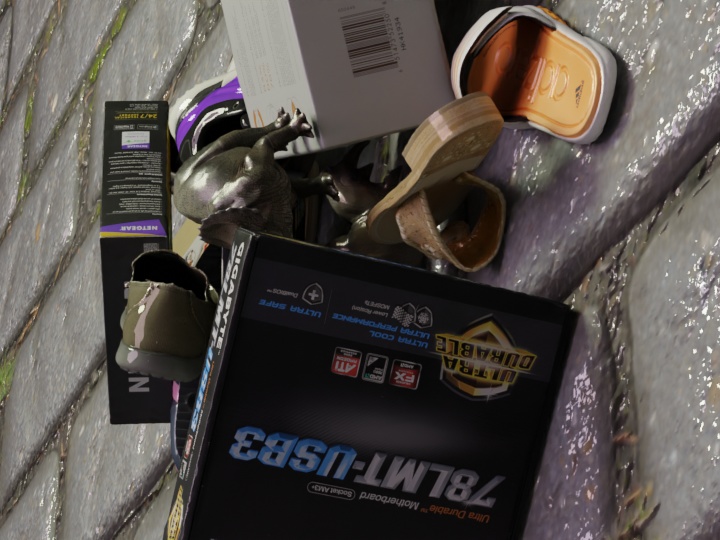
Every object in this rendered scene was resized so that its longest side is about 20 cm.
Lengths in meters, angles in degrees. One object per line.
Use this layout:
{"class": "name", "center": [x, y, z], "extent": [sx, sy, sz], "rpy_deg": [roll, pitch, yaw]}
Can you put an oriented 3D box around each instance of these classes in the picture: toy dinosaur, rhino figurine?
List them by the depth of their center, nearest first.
{"class": "toy dinosaur", "center": [-0.080, -0.058, 1.518], "extent": [0.200, 0.102, 0.077], "rpy_deg": [42, 157, 53]}
{"class": "rhino figurine", "center": [0.000, 0.000, 1.606], "extent": [0.060, 0.087, 0.200], "rpy_deg": [59, -150, -58]}

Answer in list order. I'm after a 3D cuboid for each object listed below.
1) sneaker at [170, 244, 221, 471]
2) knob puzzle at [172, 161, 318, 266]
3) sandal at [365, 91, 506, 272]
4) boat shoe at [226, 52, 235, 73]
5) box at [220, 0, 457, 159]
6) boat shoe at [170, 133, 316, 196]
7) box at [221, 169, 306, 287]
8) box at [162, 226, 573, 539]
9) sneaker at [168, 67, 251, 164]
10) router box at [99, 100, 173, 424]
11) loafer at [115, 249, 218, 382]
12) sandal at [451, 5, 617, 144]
{"class": "sneaker", "center": [-0.113, 0.070, 1.833], "extent": [0.082, 0.070, 0.200], "rpy_deg": [118, 164, -69]}
{"class": "knob puzzle", "center": [-0.081, -0.013, 1.895], "extent": [0.220, 0.030, 0.220], "rpy_deg": [-25, 59, 50]}
{"class": "sandal", "center": [0.057, -0.033, 1.472], "extent": [0.070, 0.078, 0.212], "rpy_deg": [61, 163, 15]}
{"class": "boat shoe", "center": [-0.062, -0.161, 1.856], "extent": [0.200, 0.075, 0.068], "rpy_deg": [-56, 9, 45]}
{"class": "box", "center": [-0.017, -0.146, 1.594], "extent": [0.200, 0.097, 0.125], "rpy_deg": [-177, 73, -75]}
{"class": "boat shoe", "center": [-0.109, -0.088, 1.862], "extent": [0.200, 0.073, 0.075], "rpy_deg": [-10, 63, 52]}
{"class": "box", "center": [-0.068, 0.018, 1.681], "extent": [0.200, 0.049, 0.162], "rpy_deg": [-73, -13, -81]}
{"class": "box", "center": [0.003, 0.093, 1.354], "extent": [0.050, 0.200, 0.199], "rpy_deg": [-163, 86, -73]}
{"class": "sneaker", "center": [-0.051, -0.130, 1.743], "extent": [0.200, 0.070, 0.100], "rpy_deg": [-38, 28, 13]}
{"class": "router box", "center": [-0.170, -0.006, 1.826], "extent": [0.157, 0.052, 0.200], "rpy_deg": [-95, 5, -46]}
{"class": "loafer", "center": [-0.122, 0.021, 1.600], "extent": [0.200, 0.075, 0.070], "rpy_deg": [-109, 31, -78]}
{"class": "sandal", "center": [0.094, -0.125, 1.444], "extent": [0.207, 0.059, 0.079], "rpy_deg": [-150, 74, -70]}
